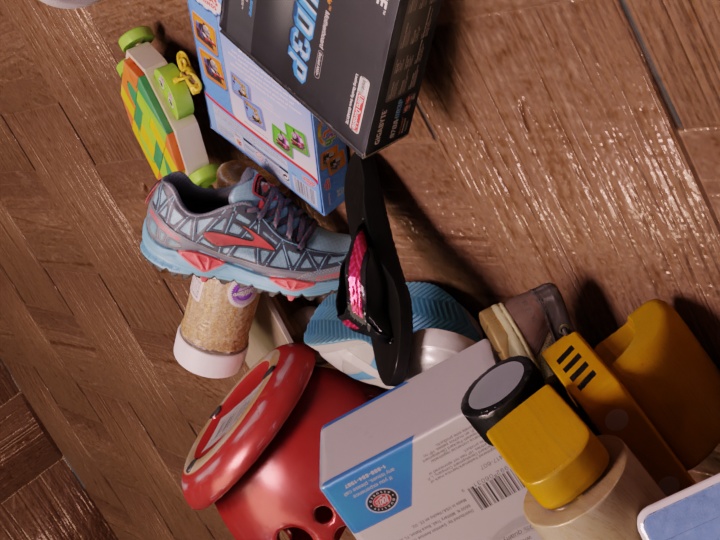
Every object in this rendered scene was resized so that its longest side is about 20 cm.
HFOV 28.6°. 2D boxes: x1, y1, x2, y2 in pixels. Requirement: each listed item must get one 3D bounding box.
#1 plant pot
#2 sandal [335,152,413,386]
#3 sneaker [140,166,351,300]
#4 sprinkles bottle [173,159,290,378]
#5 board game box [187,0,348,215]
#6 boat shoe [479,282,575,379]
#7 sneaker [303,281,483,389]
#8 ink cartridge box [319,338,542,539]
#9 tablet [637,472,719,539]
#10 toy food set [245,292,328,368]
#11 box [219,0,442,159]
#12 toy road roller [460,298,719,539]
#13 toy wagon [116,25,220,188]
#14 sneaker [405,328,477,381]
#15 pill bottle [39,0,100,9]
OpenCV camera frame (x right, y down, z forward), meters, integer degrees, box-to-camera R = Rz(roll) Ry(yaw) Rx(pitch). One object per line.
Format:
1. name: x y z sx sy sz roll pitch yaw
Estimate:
1. plant pot: -0.045 0.175 1.275 0.182 0.201 0.200 39 159 -10
2. sandal: 0.000 0.000 1.069 0.075 0.045 0.200 119 145 -55
3. sneaker: -0.084 -0.035 1.178 0.079 0.200 0.096 -85 3 -63
4. sprinkles bottle: -0.118 0.000 1.282 0.068 0.068 0.200 37 124 33
5. board game box: -0.075 -0.157 1.126 0.151 0.037 0.200 39 153 30
6. boat shoe: 0.153 0.087 0.994 0.200 0.065 0.073 52 -170 -41
7. sneaker: 0.040 0.060 1.180 0.081 0.077 0.200 39 161 -30
8. ink cartridge box: 0.082 0.174 1.015 0.200 0.146 0.084 57 -169 -23
9. tablet: 0.256 0.143 0.719 0.130 0.200 0.014 66 -165 15
10. toy food set: -0.098 0.013 1.392 0.200 0.060 0.143 62 157 1
11. box: -0.019 -0.196 0.914 0.159 0.046 0.200 43 144 23
12. toy road roller: 0.162 0.102 0.854 0.123 0.146 0.200 50 -176 -19
13. toy wagon: -0.176 -0.143 1.277 0.155 0.040 0.200 63 165 6
14. sneaker: 0.049 0.133 1.079 0.074 0.116 0.200 15 150 6
15. pill bottle: -0.296 -0.305 1.240 0.200 0.113 0.113 29 147 43
